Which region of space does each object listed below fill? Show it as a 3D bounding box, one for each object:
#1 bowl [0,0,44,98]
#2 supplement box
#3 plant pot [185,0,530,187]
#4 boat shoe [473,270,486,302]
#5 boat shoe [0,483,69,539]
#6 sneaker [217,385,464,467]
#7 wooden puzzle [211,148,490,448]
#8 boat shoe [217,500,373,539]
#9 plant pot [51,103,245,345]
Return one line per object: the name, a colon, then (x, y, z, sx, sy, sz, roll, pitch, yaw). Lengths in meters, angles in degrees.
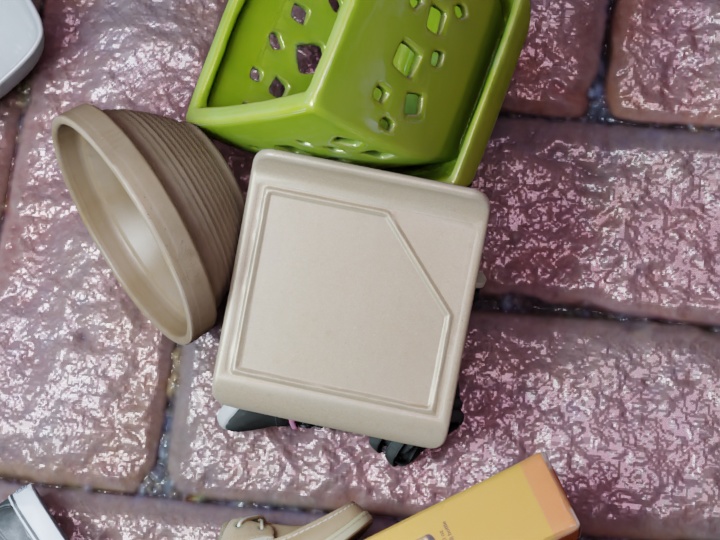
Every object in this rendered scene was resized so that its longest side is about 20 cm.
bowl: (-0.377, -0.196, 1.462, 0.200, 0.075, 0.200, -39, 77, -5)
supplement box: (0.065, 0.213, 1.317, 0.198, 0.069, 0.067, -25, 72, -3)
plant pot: (0.009, -0.166, 1.356, 0.181, 0.198, 0.202, 29, 75, -31)
boat shoe: (0.000, -0.001, 1.399, 0.199, 0.074, 0.064, 13, 106, -1)
boat shoe: (-0.230, 0.261, 1.339, 0.068, 0.074, 0.200, -34, 76, -10)
sneaker: (-0.009, 0.113, 1.364, 0.198, 0.071, 0.100, -19, 71, -6)
wooden puzzle: (-0.007, 0.021, 1.321, 0.183, 0.037, 0.202, 11, 97, 5)
boat shoe: (-0.087, 0.220, 1.343, 0.199, 0.071, 0.065, -26, 77, -2)
plant pot: (-0.151, -0.052, 1.356, 0.092, 0.201, 0.201, -32, 76, -18)
